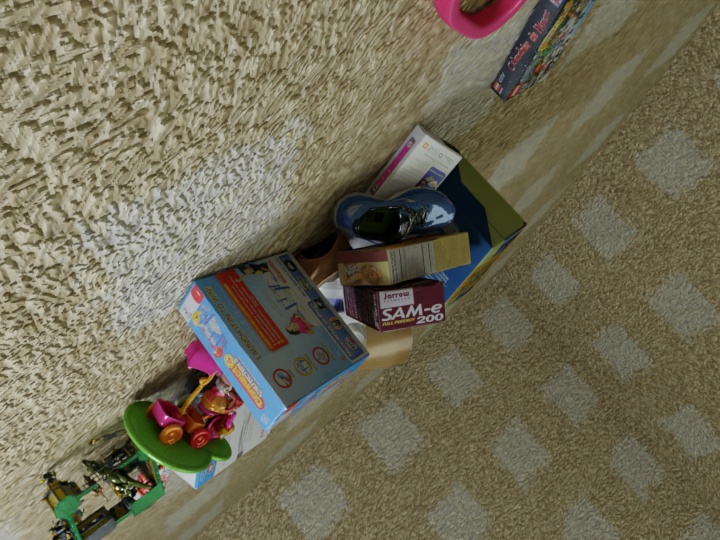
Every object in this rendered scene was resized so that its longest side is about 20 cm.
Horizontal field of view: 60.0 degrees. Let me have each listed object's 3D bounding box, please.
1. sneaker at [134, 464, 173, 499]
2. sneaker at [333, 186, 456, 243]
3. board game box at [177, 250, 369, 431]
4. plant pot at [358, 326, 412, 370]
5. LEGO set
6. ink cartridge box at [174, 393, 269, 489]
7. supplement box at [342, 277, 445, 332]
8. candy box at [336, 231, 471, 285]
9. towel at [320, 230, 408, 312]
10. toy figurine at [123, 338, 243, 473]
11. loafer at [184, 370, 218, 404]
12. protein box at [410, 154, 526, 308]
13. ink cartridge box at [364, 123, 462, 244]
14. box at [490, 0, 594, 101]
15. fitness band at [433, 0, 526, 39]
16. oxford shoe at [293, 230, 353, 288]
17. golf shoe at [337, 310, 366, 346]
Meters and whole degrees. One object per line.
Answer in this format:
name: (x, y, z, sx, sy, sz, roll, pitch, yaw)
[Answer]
sneaker: (-0.395, 0.378, 1.172, 0.202, 0.067, 0.108, -49, 165, 5)
sneaker: (0.061, -0.074, 0.940, 0.194, 0.089, 0.081, -8, 119, -21)
board game box: (-0.111, 0.083, 0.843, 0.056, 0.201, 0.194, -48, 165, 33)
plant pot: (-0.013, 0.150, 1.421, 0.196, 0.189, 0.188, -14, 152, -32)
LEGO set: (-0.403, 0.317, 0.961, 0.199, 0.114, 0.157, -39, 137, -31)
ink cartridge box: (-0.250, 0.276, 1.148, 0.199, 0.083, 0.148, -24, 134, -56)
supplement box: (0.046, 0.046, 0.973, 0.106, 0.063, 0.200, -8, -175, -15)
candy box: (0.071, -0.020, 0.982, 0.197, 0.057, 0.114, -14, -172, -43)
towel: (0.000, 0.000, 1.086, 0.144, 0.024, 0.204, 7, 117, -40)
toy figurine: (-0.221, 0.181, 0.935, 0.186, 0.150, 0.199, -54, 139, 5)
loafer: (-0.205, 0.154, 1.030, 0.199, 0.063, 0.072, -42, 175, 14)
protein box: (0.157, -0.071, 1.155, 0.134, 0.199, 0.201, -28, 161, -43)
ink cartridge box: (0.066, -0.129, 0.993, 0.093, 0.037, 0.201, 18, 119, -42)
box: (0.303, -0.380, 1.006, 0.135, 0.038, 0.201, -35, 163, -34)
fitness band: (0.155, -0.338, 0.715, 0.144, 0.038, 0.199, -51, 164, 26)
oxford shoe: (-0.100, 0.009, 0.981, 0.199, 0.071, 0.072, -41, 137, -7)
golf shoe: (-0.075, 0.138, 1.096, 0.196, 0.094, 0.075, -23, 151, 24)
